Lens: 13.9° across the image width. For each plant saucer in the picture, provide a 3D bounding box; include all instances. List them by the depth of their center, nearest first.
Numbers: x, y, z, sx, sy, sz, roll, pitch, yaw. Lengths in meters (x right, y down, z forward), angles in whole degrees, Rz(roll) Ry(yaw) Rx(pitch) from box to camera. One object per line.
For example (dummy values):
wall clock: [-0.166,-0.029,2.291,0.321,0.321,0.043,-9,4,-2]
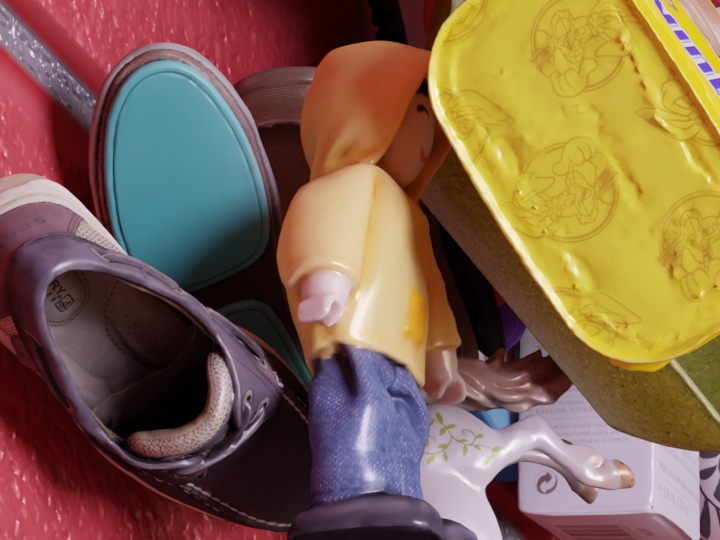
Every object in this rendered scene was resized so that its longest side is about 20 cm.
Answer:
plant saucer: [0.082,-0.025,1.233,0.200,0.048,0.200,50,18,-15]

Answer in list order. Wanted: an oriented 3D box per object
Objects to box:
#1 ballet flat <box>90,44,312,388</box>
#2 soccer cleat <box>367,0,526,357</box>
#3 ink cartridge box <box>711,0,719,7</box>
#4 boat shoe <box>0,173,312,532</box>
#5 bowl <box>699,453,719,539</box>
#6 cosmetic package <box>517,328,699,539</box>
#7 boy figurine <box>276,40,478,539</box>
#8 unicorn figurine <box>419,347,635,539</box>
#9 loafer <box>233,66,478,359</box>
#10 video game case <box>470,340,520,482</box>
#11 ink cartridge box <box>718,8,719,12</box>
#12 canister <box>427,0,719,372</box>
ballet flat: [-0.056,0.001,1.129,0.064,0.067,0.201,-112,-178,-67]
soccer cleat: [0.057,-0.060,1.332,0.068,0.073,0.201,105,-27,-70]
ink cartridge box: [0.077,-0.193,1.231,0.200,0.084,0.146,18,64,-63]
boat shoe: [-0.069,0.043,1.043,0.200,0.072,0.065,47,0,-39]
bowl: [0.195,0.100,1.551,0.201,0.094,0.202,-4,90,-80]
cosmetic package: [0.124,0.030,1.450,0.102,0.074,0.201,38,52,-66]
boy figurine: [0.010,0.012,1.081,0.124,0.064,0.201,41,45,-55]
unicorn figurine: [0.044,0.117,1.158,0.137,0.074,0.201,10,41,-21]
loafer: [0.000,0.000,1.231,0.068,0.076,0.200,-82,150,-46]
video game case: [0.060,-0.019,1.435,0.143,0.018,0.201,57,34,-42]
ink cartridge box: [0.192,-0.139,1.579,0.146,0.083,0.200,64,-3,-33]
canister: [0.109,-0.049,1.124,0.149,0.086,0.200,57,16,3]
